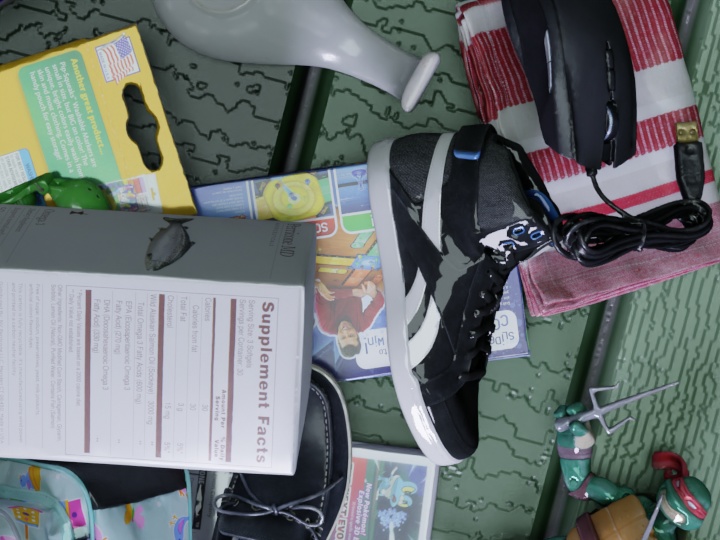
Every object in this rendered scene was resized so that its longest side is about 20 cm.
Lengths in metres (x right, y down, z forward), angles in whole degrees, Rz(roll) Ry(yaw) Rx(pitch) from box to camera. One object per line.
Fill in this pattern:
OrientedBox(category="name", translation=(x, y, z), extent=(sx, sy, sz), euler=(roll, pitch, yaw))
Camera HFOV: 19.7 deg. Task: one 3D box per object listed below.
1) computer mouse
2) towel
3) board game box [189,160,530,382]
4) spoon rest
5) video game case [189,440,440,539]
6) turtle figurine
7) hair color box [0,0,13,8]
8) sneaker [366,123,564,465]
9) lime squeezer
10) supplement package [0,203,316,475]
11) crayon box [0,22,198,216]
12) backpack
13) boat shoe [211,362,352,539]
OrientedBox(category="computer mouse", translation=(0.159, -0.104, 1.246), extent=(0.140, 0.046, 0.202), euler=(-1, 74, -39))
OrientedBox(category="towel", translation=(0.147, -0.085, 1.288), extent=(0.143, 0.023, 0.202), euler=(-17, 94, -17))
OrientedBox(category="board game box", translation=(0.000, 0.000, 1.305), extent=(0.198, 0.034, 0.137), euler=(-7, 95, 1))
OrientedBox(category="spoon rest", translation=(-0.041, -0.158, 1.291), extent=(0.199, 0.061, 0.100), euler=(31, 93, 11))
OrientedBox(category="video game case", translation=(-0.050, 0.204, 1.328), extent=(0.180, 0.023, 0.202), euler=(7, 93, 0))
OrientedBox(category="turtle figurine", translation=(0.147, 0.170, 1.278), extent=(0.200, 0.150, 0.101), euler=(-39, 131, 14))
OrientedBox(category="hair color box", translation=(-0.188, -0.220, 1.254), extent=(0.199, 0.109, 0.065), euler=(-33, 94, 2))
OrientedBox(category="sneaker", translation=(0.073, 0.013, 1.237), extent=(0.111, 0.073, 0.202), euler=(-9, 94, 22))
OrientedBox(category="lime squeezer", translation=(-0.196, -0.027, 1.260), extent=(0.198, 0.038, 0.071), euler=(11, 126, -2))
OrientedBox(category="supplement package", translation=(-0.128, 0.037, 1.193), extent=(0.198, 0.117, 0.118), euler=(3, 108, 1))
OrientedBox(category="crayon box", translation=(-0.211, -0.064, 1.294), extent=(0.198, 0.052, 0.127), euler=(-18, 94, 2))
OrientedBox(category="backpack", translation=(-0.184, 0.200, 1.248), extent=(0.153, 0.175, 0.202), euler=(-21, 108, -42))
OrientedBox(category="boat shoe", translation=(-0.053, 0.154, 1.265), extent=(0.074, 0.062, 0.202), euler=(16, 85, 6))
